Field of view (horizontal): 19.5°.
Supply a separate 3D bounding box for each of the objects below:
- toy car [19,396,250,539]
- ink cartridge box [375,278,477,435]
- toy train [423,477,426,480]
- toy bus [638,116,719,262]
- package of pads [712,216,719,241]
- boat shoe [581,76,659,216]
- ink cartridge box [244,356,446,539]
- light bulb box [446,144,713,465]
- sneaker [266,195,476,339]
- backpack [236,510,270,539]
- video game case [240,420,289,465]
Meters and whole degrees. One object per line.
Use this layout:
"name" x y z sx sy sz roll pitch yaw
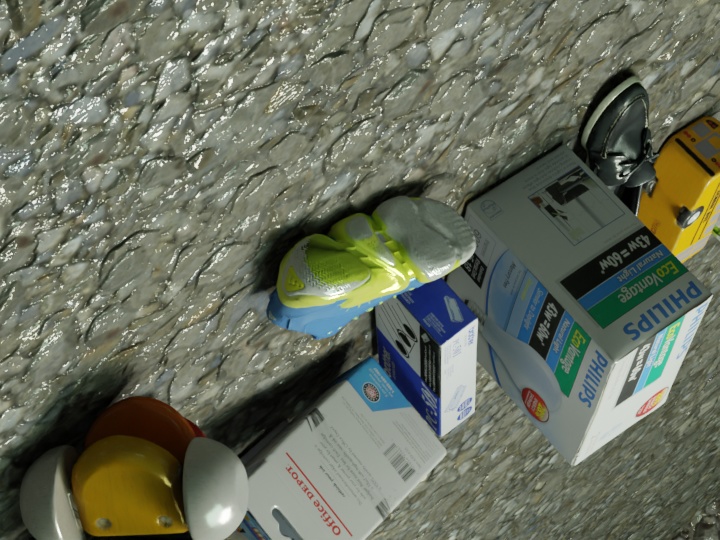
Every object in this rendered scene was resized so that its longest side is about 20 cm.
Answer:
"toy car" -0.166 0.191 1.665 0.150 0.174 0.201 -80 164 -56
"ink cartridge box" 0.058 0.065 1.859 0.044 0.094 0.200 -36 158 -14
"toy train" -0.015 0.230 2.080 0.200 0.056 0.150 -39 180 -12
"toy bus" 0.324 -0.063 2.136 0.078 0.065 0.201 -32 156 -27
"package of pads" 0.475 -0.103 2.317 0.200 0.068 0.154 -49 159 14
"boat shoe" 0.242 -0.099 1.924 0.074 0.066 0.200 -31 156 -25
"ink cartridge box" -0.030 0.184 1.859 0.200 0.116 0.067 -41 -174 -36
"light bulb box" 0.190 0.033 1.902 0.124 0.200 0.199 -32 156 -24
"sneaker" 0.000 0.000 1.710 0.199 0.076 0.105 -12 156 -40
"backpack" -0.117 0.294 1.846 0.134 0.183 0.200 -41 141 -4
"video game case" -0.120 0.236 1.994 0.200 0.024 0.182 -42 159 -4
